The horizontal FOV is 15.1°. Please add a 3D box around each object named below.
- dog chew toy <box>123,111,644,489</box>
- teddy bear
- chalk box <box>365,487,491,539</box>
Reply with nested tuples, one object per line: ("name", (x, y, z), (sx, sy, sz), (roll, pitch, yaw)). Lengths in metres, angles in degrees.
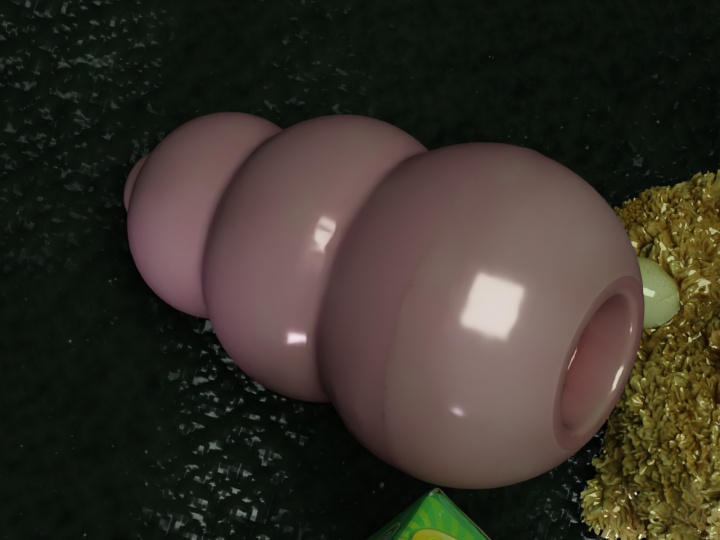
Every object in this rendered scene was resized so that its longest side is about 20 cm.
("dog chew toy", (0.000, 0.000, 0.987), (0.200, 0.125, 0.125), (21, 78, 26))
("teddy bear", (0.126, 0.064, 1.014), (0.067, 0.145, 0.200), (-8, 91, -22))
("chalk box", (0.013, 0.174, 0.964), (0.125, 0.124, 0.200), (44, 40, -6))
